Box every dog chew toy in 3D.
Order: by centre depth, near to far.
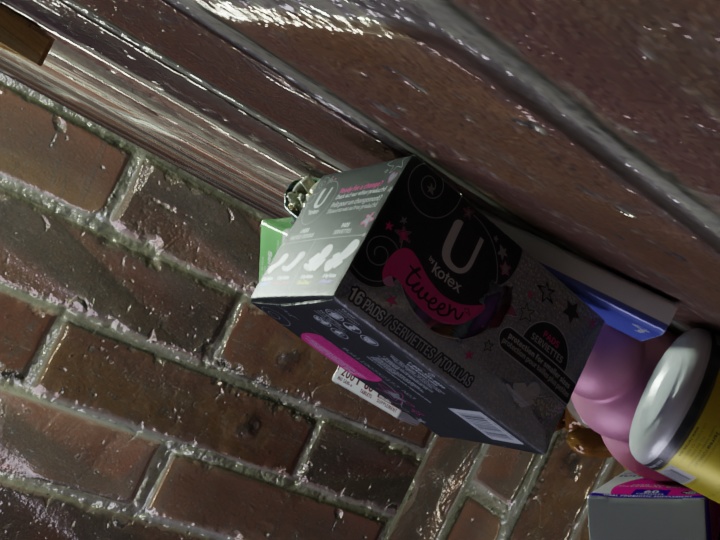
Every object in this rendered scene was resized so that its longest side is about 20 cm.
[{"bbox_3d":[0.240,0.100,0.915,0.200,0.125,0.124,38,173,-33],"label":"dog chew toy"}]

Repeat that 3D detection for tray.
[{"bbox_3d":[-0.413,-0.271,1.073,0.199,0.037,0.099,25,178,29],"label":"tray"}]

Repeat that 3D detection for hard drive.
[{"bbox_3d":[0.135,-0.004,0.802,0.199,0.025,0.132,27,178,10],"label":"hard drive"}]

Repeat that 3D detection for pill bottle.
[{"bbox_3d":[0.311,0.133,0.782,0.199,0.113,0.112,27,179,4],"label":"pill bottle"}]

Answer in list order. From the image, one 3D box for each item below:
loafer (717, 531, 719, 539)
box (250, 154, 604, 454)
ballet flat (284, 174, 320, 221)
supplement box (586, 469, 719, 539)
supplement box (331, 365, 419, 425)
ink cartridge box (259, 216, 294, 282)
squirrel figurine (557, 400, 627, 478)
[{"bbox_3d":[0.345,0.188,0.861,0.071,0.201,0.073,19,153,4],"label":"loafer"},{"bbox_3d":[0.050,0.026,0.740,0.200,0.115,0.132,37,160,-24],"label":"box"},{"bbox_3d":[-0.035,-0.065,1.071,0.074,0.075,0.200,27,175,-21],"label":"ballet flat"},{"bbox_3d":[0.280,0.240,0.959,0.101,0.104,0.200,-5,175,25],"label":"supplement box"},{"bbox_3d":[0.062,0.070,1.261,0.108,0.201,0.061,25,177,33],"label":"supplement box"},{"bbox_3d":[0.000,0.000,1.177,0.145,0.088,0.199,-9,-160,-39],"label":"ink cartridge box"},{"bbox_3d":[0.330,0.175,1.204,0.199,0.142,0.187,6,-155,-38],"label":"squirrel figurine"}]
